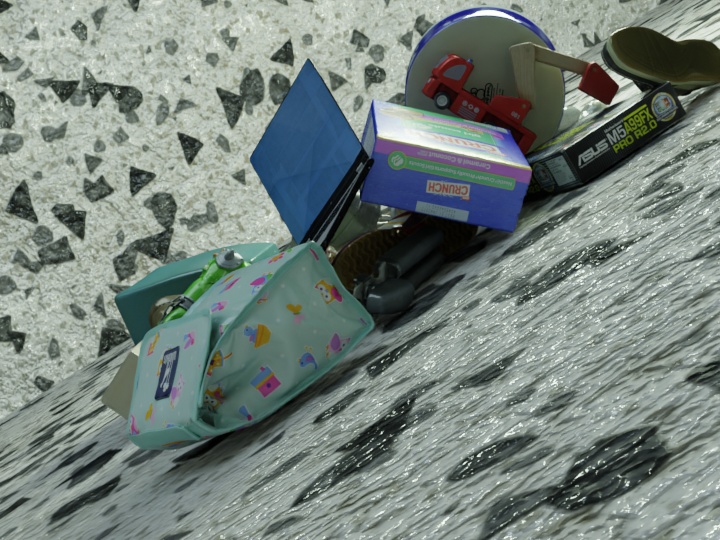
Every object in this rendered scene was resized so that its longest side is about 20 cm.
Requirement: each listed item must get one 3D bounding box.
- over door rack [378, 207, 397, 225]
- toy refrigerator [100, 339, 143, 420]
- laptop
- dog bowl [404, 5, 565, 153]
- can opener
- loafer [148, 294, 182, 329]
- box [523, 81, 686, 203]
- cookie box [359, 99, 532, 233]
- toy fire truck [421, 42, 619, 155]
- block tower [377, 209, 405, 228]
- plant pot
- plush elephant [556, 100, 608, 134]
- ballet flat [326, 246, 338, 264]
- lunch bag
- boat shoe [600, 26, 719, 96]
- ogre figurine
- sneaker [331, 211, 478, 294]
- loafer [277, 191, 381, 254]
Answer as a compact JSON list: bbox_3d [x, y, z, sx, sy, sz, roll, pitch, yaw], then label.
[{"bbox_3d":[0.083,-0.062,1.850,0.199,0.067,0.147,-18,-1,-37],"label":"over door rack"},{"bbox_3d":[-0.249,0.125,1.818,0.076,0.070,0.200,-56,0,11],"label":"toy refrigerator"},{"bbox_3d":[-0.078,-0.074,1.528,0.188,0.115,0.201,-53,7,50],"label":"laptop"},{"bbox_3d":[0.152,-0.220,1.803,0.199,0.201,0.079,-29,13,12],"label":"dog bowl"},{"bbox_3d":[0.043,0.011,1.507,0.066,0.053,0.200,10,26,22],"label":"can opener"},{"bbox_3d":[-0.159,0.065,1.800,0.197,0.077,0.068,-9,36,-6],"label":"loafer"},{"bbox_3d":[0.253,-0.139,1.669,0.159,0.045,0.200,-33,6,-18],"label":"box"},{"bbox_3d":[0.086,-0.116,1.594,0.169,0.076,0.200,12,17,-5],"label":"cookie box"},{"bbox_3d":[0.188,-0.215,1.730,0.142,0.199,0.049,-58,0,9],"label":"toy fire truck"},{"bbox_3d":[0.077,-0.074,1.991,0.199,0.054,0.058,-32,5,-19],"label":"block tower"},{"bbox_3d":[-0.192,0.048,1.963,0.198,0.143,0.141,-20,9,24],"label":"plant pot"},{"bbox_3d":[0.203,-0.210,1.982,0.199,0.156,0.164,-35,7,-41],"label":"plush elephant"},{"bbox_3d":[-0.095,0.023,1.620,0.199,0.064,0.075,-30,6,-41],"label":"ballet flat"},{"bbox_3d":[-0.115,0.080,1.317,0.200,0.122,0.170,-44,14,-30],"label":"lunch bag"},{"bbox_3d":[0.339,-0.228,1.670,0.199,0.072,0.066,-2,-26,-40],"label":"boat shoe"},{"bbox_3d":[-0.152,0.045,1.681,0.098,0.200,0.121,31,85,42],"label":"ogre figurine"},{"bbox_3d":[0.039,-0.020,1.639,0.199,0.076,0.090,-24,2,-31],"label":"sneaker"},{"bbox_3d":[-0.055,-0.046,1.803,0.200,0.069,0.070,-36,32,42],"label":"loafer"}]
